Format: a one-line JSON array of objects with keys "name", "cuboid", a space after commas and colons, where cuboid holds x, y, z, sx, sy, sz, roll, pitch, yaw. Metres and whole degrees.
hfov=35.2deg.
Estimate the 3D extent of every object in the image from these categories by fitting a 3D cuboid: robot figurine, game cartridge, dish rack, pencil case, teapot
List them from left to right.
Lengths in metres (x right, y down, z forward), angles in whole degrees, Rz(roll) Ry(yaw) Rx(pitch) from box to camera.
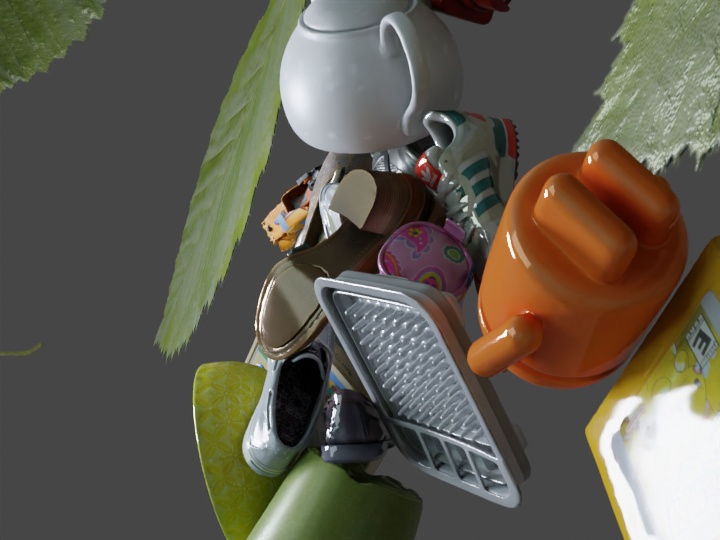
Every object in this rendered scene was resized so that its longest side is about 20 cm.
[{"name": "robot figurine", "cuboid": [-0.023, -0.097, 1.337, 0.200, 0.144, 0.059, -35, 83, 44]}, {"name": "teapot", "cuboid": [0.006, -0.214, 1.103, 0.198, 0.198, 0.147, -56, -37, -48]}, {"name": "pencil case", "cuboid": [0.049, 0.041, 0.994, 0.201, 0.086, 0.088, 98, 174, -53]}, {"name": "dish rack", "cuboid": [0.054, 0.083, 0.892, 0.043, 0.201, 0.171, -37, 23, -22]}, {"name": "robot figurine", "cuboid": [0.136, 0.004, 0.727, 0.201, 0.115, 0.145, 97, -176, -61]}, {"name": "game cartridge", "cuboid": [0.199, 0.107, 0.635, 0.201, 0.032, 0.177, -98, 27, -52]}]

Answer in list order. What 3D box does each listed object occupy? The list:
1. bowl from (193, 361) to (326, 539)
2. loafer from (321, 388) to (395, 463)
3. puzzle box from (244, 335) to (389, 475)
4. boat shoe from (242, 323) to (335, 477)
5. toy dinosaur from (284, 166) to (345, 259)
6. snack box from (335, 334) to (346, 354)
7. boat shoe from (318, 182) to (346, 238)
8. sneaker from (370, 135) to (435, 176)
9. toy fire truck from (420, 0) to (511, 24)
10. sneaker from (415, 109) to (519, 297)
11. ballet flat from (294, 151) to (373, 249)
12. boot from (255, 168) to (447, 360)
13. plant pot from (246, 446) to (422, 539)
[{"name": "bowl", "cuboid": [-0.088, 0.181, 1.159, 0.200, 0.107, 0.202, -14, -90, -85]}, {"name": "loafer", "cuboid": [-0.001, 0.134, 1.028, 0.200, 0.071, 0.064, 43, -137, -86]}, {"name": "puzzle box", "cuboid": [-0.047, 0.137, 1.216, 0.200, 0.025, 0.134, 47, 133, 25]}, {"name": "boat shoe", "cuboid": [-0.055, 0.100, 1.089, 0.071, 0.070, 0.202, -41, 26, 47]}, {"name": "toy dinosaur", "cuboid": [-0.031, -0.001, 1.181, 0.047, 0.087, 0.202, -122, 15, -72]}, {"name": "snack box", "cuboid": [-0.037, 0.080, 1.338, 0.169, 0.067, 0.202, -118, 43, -69]}, {"name": "boat shoe", "cuboid": [0.010, 0.009, 1.116, 0.065, 0.074, 0.204, 9, 123, 59]}, {"name": "sneaker", "cuboid": [0.031, -0.101, 1.175, 0.115, 0.076, 0.200, -64, 25, 22]}, {"name": "toy fire truck", "cuboid": [0.124, -0.321, 1.060, 0.200, 0.128, 0.178, 38, 114, 58]}, {"name": "sneaker", "cuboid": [0.090, -0.060, 0.995, 0.070, 0.093, 0.201, 126, 152, -51]}, {"name": "ballet flat", "cuboid": [-0.028, -0.045, 1.228, 0.067, 0.068, 0.202, -124, 52, -67]}, {"name": "boot", "cuboid": [0.000, 0.000, 1.037, 0.076, 0.155, 0.201, 35, 103, 31]}, {"name": "plant pot", "cuboid": [-0.033, 0.270, 1.039, 0.191, 0.199, 0.200, -66, 17, -3]}]
